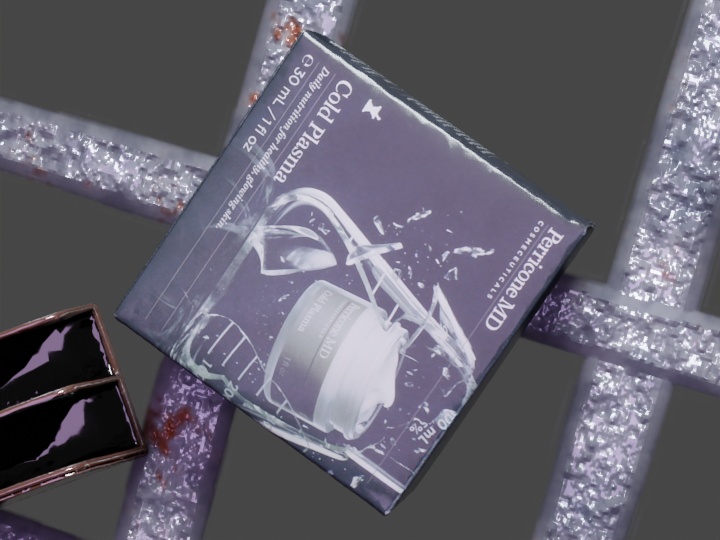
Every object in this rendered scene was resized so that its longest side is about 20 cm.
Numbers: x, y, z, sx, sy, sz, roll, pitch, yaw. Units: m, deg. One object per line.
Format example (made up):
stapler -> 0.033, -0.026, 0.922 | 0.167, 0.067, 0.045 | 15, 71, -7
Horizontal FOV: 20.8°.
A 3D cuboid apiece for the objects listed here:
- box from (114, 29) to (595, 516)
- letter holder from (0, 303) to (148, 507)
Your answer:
box -> 0.000, 0.000, 1.141 | 0.196, 0.124, 0.200 | 35, 96, 5
letter holder -> -0.250, 0.102, 1.173 | 0.199, 0.142, 0.101 | -20, 88, 10
